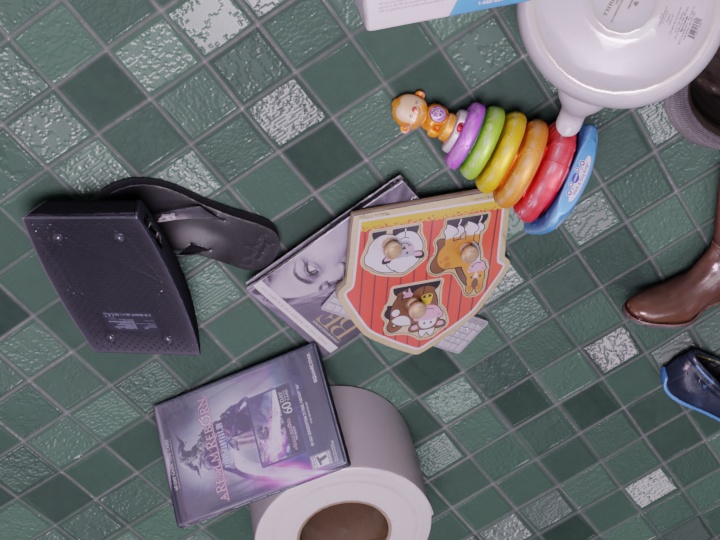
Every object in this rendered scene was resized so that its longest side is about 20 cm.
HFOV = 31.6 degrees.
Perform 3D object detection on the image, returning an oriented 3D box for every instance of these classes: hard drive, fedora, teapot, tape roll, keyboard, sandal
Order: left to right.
[{"bbox_3d":[-0.237,0.007,1.256,0.135,0.042,0.200,0,137,16],"label":"hard drive"},{"bbox_3d":[-0.174,-0.042,1.268,0.200,0.043,0.076,10,123,-19],"label":"sandal"},{"bbox_3d":[-0.030,0.251,1.454,0.202,0.139,0.203,-6,126,-8],"label":"tape roll"},{"bbox_3d":[0.051,0.049,1.386,0.200,0.011,0.056,20,119,-34],"label":"keyboard"},{"bbox_3d":[0.234,-0.243,1.136,0.200,0.146,0.198,-23,96,13],"label":"teapot"},{"bbox_3d":[0.368,-0.208,1.237,0.200,0.090,0.177,18,122,-32],"label":"fedora"}]

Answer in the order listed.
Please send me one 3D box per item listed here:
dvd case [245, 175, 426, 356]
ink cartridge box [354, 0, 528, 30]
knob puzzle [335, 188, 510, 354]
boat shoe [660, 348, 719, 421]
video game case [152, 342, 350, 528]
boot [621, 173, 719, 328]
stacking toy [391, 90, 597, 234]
[{"bbox_3d":[0.000,0.000,1.342,0.200,0.016,0.149,-34,134,13],"label":"dvd case"},{"bbox_3d":[0.052,-0.329,1.044,0.146,0.146,0.200,-11,127,-4],"label":"ink cartridge box"},{"bbox_3d":[0.071,0.014,1.339,0.219,0.030,0.220,-13,130,-16],"label":"knob puzzle"},{"bbox_3d":[0.456,0.148,1.520,0.200,0.084,0.069,15,133,-25],"label":"boat shoe"},{"bbox_3d":[-0.120,0.178,1.372,0.200,0.143,0.019,-22,153,9],"label":"video game case"},{"bbox_3d":[0.380,-0.039,1.379,0.186,0.064,0.200,-14,132,-19],"label":"boot"},{"bbox_3d":[0.122,-0.124,1.249,0.200,0.110,0.116,25,86,-7],"label":"stacking toy"}]
